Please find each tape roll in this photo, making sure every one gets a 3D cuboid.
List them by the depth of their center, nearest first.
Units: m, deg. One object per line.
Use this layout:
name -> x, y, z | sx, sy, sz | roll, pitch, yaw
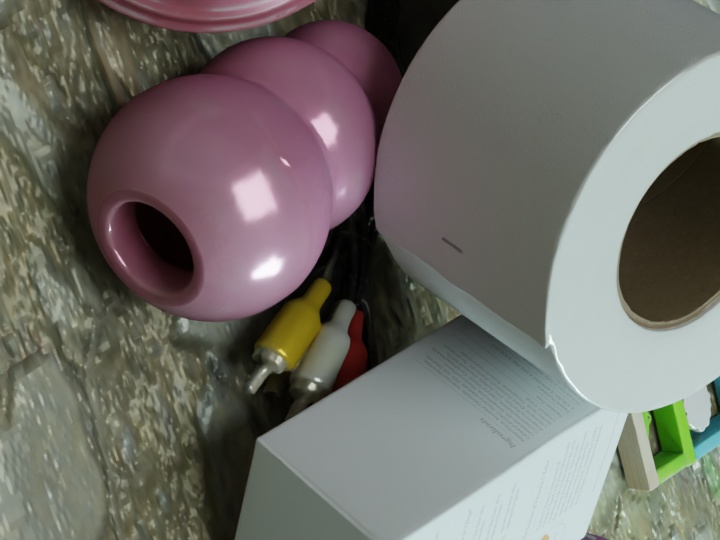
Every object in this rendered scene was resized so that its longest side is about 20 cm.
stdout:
tape roll -> 0.125, -0.047, 1.323 | 0.202, 0.139, 0.203 | -23, 130, -30

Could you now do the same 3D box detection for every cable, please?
cable -> 0.000, 0.000, 1.406 | 0.097, 0.050, 0.201 | 37, 69, -39

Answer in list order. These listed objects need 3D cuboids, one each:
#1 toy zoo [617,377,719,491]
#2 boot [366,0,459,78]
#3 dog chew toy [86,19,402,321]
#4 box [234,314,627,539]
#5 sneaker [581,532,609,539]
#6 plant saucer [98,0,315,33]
toy zoo -> 0.223, 0.039, 1.634 | 0.200, 0.020, 0.132 | -28, 110, -39
boot -> 0.066, -0.194, 1.406 | 0.068, 0.130, 0.201 | -7, 96, -43
dog chew toy -> -0.048, -0.061, 1.320 | 0.200, 0.124, 0.125 | -44, 120, -42
box -> 0.037, 0.117, 1.381 | 0.200, 0.097, 0.125 | -29, 146, -39
sneaker -> 0.083, 0.208, 1.480 | 0.200, 0.080, 0.089 | -15, 109, -36
plant saucer -> -0.073, -0.213, 1.260 | 0.200, 0.051, 0.201 | -2, 104, -7
